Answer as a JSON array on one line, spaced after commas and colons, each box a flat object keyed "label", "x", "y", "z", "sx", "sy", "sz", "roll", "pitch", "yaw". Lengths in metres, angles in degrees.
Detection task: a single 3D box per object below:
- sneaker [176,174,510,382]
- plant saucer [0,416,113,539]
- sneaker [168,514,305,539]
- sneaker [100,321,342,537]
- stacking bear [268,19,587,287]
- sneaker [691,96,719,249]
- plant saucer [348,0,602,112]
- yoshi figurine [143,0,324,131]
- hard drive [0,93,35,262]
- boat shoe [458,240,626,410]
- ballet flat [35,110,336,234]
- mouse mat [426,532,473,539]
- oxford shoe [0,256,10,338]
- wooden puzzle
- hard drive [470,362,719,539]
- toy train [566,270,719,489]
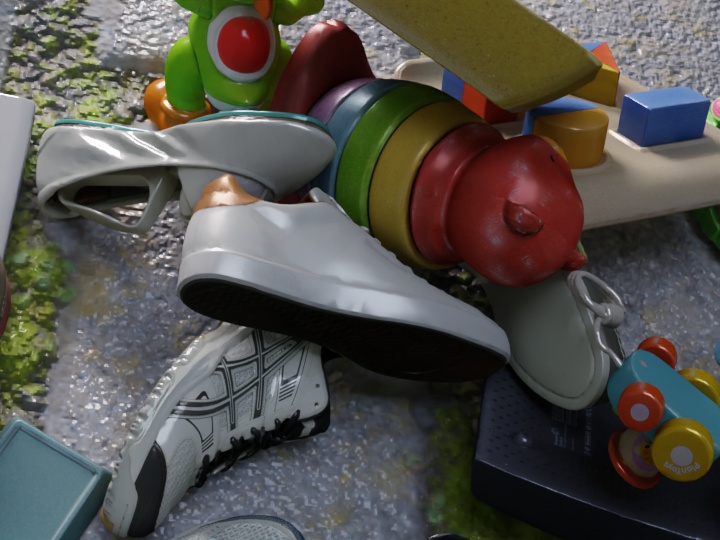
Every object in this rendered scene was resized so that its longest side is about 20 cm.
[{"label": "sneaker", "x": 0.000, "y": 0.000, "z": 0.732, "sx": 0.198, "sy": 0.073, "sz": 0.086, "roll": 21, "pitch": 57, "yaw": -26}, {"label": "plant saucer", "x": -0.201, "y": 0.162, "z": 0.672, "sx": 0.069, "sy": 0.019, "sz": 0.201, "roll": 29, "pitch": 54, "yaw": 3}, {"label": "sneaker", "x": -0.101, "y": 0.171, "z": 0.646, "sx": 0.198, "sy": 0.086, "sz": 0.078, "roll": -21, "pitch": 74, "yaw": -33}, {"label": "sneaker", "x": -0.061, "y": 0.073, "z": 0.737, "sx": 0.087, "sy": 0.076, "sz": 0.201, "roll": 34, "pitch": 57, "yaw": 2}, {"label": "stacking bear", "x": 0.044, "y": -0.052, "z": 0.774, "sx": 0.199, "sy": 0.121, "sz": 0.114, "roll": 26, "pitch": 79, "yaw": 43}, {"label": "sneaker", "x": 0.292, "y": -0.031, "z": 0.922, "sx": 0.083, "sy": 0.077, "sz": 0.202, "roll": -7, "pitch": 63, "yaw": -41}, {"label": "plant saucer", "x": 0.039, "y": -0.148, "z": 0.749, "sx": 0.199, "sy": 0.200, "sz": 0.049, "roll": 35, "pitch": 99, "yaw": 4}, {"label": "yoshi figurine", "x": -0.080, "y": -0.174, "z": 0.813, "sx": 0.111, "sy": 0.201, "sz": 0.113, "roll": 29, "pitch": 46, "yaw": 12}, {"label": "hard drive", "x": -0.267, "y": -0.024, "z": 0.765, "sx": 0.130, "sy": 0.027, "sz": 0.202, "roll": 9, "pitch": 57, "yaw": -11}, {"label": "boat shoe", "x": 0.110, "y": 0.008, "z": 0.804, "sx": 0.060, "sy": 0.073, "sz": 0.202, "roll": 13, "pitch": 30, "yaw": -32}, {"label": "ballet flat", "x": -0.105, "y": -0.051, "z": 0.774, "sx": 0.198, "sy": 0.070, "sz": 0.070, "roll": 2, "pitch": 50, "yaw": 26}, {"label": "mouse mat", "x": 0.080, "y": 0.219, "z": 0.634, "sx": 0.198, "sy": 0.162, "sz": 0.008, "roll": 22, "pitch": 8, "yaw": -22}, {"label": "oxford shoe", "x": -0.224, "y": 0.069, "z": 0.663, "sx": 0.069, "sy": 0.075, "sz": 0.202, "roll": 11, "pitch": 65, "yaw": -10}, {"label": "wooden puzzle", "x": 0.144, "y": -0.105, "z": 0.881, "sx": 0.183, "sy": 0.047, "sz": 0.200, "roll": -10, "pitch": 37, "yaw": -28}, {"label": "hard drive", "x": 0.159, "y": 0.113, "z": 0.769, "sx": 0.198, "sy": 0.043, "sz": 0.135, "roll": 18, "pitch": 31, "yaw": 0}, {"label": "toy train", "x": 0.187, "y": 0.074, "z": 0.733, "sx": 0.198, "sy": 0.056, "sz": 0.151, "roll": 17, "pitch": 34, "yaw": -32}]
